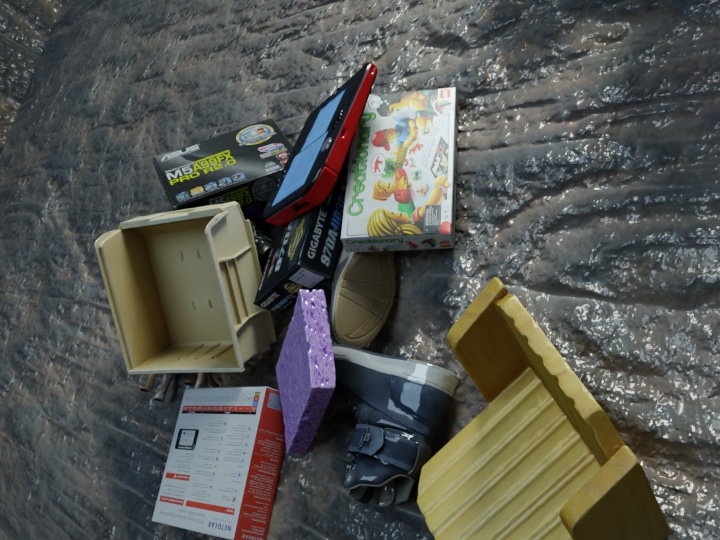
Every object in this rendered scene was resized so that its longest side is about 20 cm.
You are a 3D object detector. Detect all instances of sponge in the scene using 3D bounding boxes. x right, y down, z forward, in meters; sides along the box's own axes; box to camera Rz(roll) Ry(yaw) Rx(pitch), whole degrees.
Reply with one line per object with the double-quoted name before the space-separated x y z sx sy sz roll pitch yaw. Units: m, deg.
"sponge" -0.064 0.118 0.872 0.201 0.029 0.113 113 151 -56

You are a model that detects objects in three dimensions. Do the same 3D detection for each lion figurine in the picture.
"lion figurine" -0.270 0.127 1.180 0.197 0.072 0.124 -6 57 32

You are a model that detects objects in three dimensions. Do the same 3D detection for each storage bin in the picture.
"storage bin" -0.233 0.025 1.043 0.197 0.093 0.202 -5 104 30

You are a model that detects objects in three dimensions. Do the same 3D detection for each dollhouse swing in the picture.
"dollhouse swing" 0.110 0.158 0.633 0.174 0.182 0.201 -33 44 4

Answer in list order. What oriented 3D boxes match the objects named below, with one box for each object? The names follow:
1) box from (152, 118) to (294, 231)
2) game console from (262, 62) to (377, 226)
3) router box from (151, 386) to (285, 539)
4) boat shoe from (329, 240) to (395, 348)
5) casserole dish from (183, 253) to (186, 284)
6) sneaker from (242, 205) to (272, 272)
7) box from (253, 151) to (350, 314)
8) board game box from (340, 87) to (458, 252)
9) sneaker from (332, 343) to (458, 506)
"box" -0.193 -0.146 1.154 0.197 0.045 0.161 -20 40 -13
"game console" -0.055 -0.149 0.960 0.199 0.031 0.180 -17 52 64
"router box" -0.180 0.244 1.009 0.198 0.048 0.183 -9 63 47
"boat shoe" 0.000 0.000 0.924 0.065 0.071 0.204 -33 43 57
"casserole dish" -0.229 -0.046 1.188 0.122 0.038 0.202 92 -178 -49
"sneaker" -0.154 -0.035 1.131 0.098 0.069 0.204 -14 62 36
"box" -0.064 -0.061 0.996 0.159 0.045 0.203 -35 36 57
"board game box" 0.049 -0.118 0.906 0.124 0.035 0.203 -3 62 14
"sneaker" 0.001 0.161 0.822 0.201 0.076 0.149 4 71 51
